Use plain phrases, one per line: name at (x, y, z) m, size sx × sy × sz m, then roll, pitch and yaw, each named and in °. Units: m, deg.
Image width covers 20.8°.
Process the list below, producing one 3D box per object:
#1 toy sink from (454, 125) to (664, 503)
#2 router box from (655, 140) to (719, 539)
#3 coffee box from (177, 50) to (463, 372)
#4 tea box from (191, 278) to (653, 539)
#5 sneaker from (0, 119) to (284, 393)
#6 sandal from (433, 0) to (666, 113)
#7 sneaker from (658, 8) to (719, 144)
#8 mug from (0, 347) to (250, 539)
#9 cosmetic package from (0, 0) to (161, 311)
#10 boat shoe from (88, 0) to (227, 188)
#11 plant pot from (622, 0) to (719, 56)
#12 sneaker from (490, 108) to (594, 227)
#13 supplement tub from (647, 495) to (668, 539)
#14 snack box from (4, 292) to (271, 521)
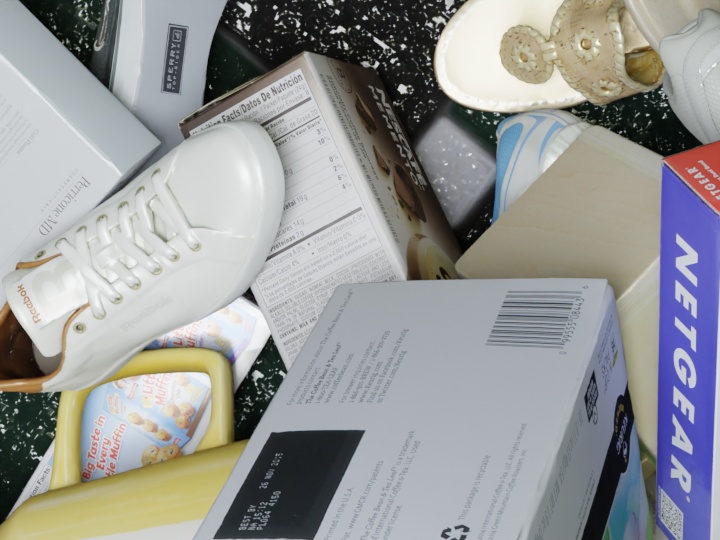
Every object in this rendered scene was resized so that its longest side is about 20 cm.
toy sink at (0.159, 0.048, 0.956) m, size 0.112 × 0.130 × 0.200 m, roll -45°, pitch 118°, yaw -3°
router box at (0.216, 0.022, 0.844) m, size 0.178 × 0.049 × 0.201 m, roll -17°, pitch 126°, yaw -17°
coffee box at (0.000, 0.000, 0.981) m, size 0.079 × 0.113 × 0.201 m, roll -27°, pitch 81°, yaw 18°
tea box at (0.038, 0.138, 0.813) m, size 0.132 × 0.200 × 0.198 m, roll -1°, pitch 121°, yaw 20°
sneaker at (-0.115, 0.003, 0.937) m, size 0.200 × 0.084 × 0.073 m, roll -43°, pitch 71°, yaw 33°
sandal at (0.140, -0.126, 1.006) m, size 0.209 × 0.070 × 0.078 m, roll -7°, pitch 96°, yaw 4°
sneaker at (0.185, -0.076, 0.912) m, size 0.076 × 0.200 × 0.092 m, roll -41°, pitch 76°, yaw 5°
mug at (-0.109, 0.154, 1.011) m, size 0.152 × 0.188 × 0.150 m, roll -7°, pitch 131°, yaw 10°
cosmetic package at (-0.217, -0.048, 1.004) m, size 0.151 × 0.052 × 0.200 m, roll 46°, pitch 122°, yaw -1°
boat shoe at (-0.110, -0.132, 1.023) m, size 0.056 × 0.068 × 0.202 m, roll 10°, pitch 88°, yaw 45°
plant pot at (0.241, -0.176, 0.909) m, size 0.198 × 0.183 × 0.203 m, roll -2°, pitch 95°, yaw -18°
sneaker at (0.101, 0.013, 1.034) m, size 0.071 × 0.072 × 0.202 m, roll -10°, pitch 109°, yaw -24°
supplement tub at (0.186, 0.194, 1.001) m, size 0.198 × 0.144 × 0.146 m, roll 12°, pitch 97°, yaw 2°
snack box at (-0.124, 0.091, 1.065) m, size 0.072 × 0.024 × 0.201 m, roll 32°, pitch 97°, yaw -2°
